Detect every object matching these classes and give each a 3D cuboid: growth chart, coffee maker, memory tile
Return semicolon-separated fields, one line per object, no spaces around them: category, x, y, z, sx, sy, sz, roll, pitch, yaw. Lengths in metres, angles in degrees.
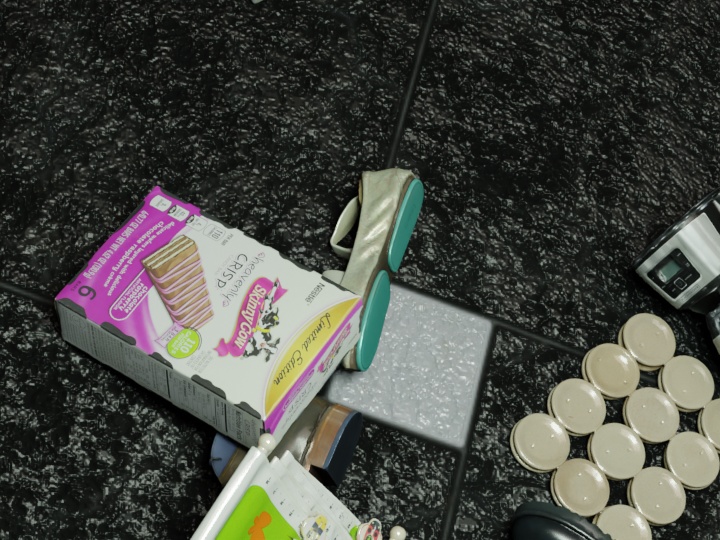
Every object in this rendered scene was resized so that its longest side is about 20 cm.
growth chart;-0.051;0.214;1.297;0.200;0.018;0.145;43;64;-41
coffee maker;0.356;0.023;1.540;0.200;0.135;0.192;54;28;10
memory tile;0.231;0.139;1.492;0.200;0.017;0.153;-39;82;-28

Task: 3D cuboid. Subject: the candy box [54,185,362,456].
candy box;-0.117;0.037;1.365;0.200;0.061;0.136;28;59;17

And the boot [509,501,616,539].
boot;0.165;0.298;1.359;0.200;0.076;0.168;42;56;-3

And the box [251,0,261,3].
box;-0.032;-0.328;1.589;0.200;0.078;0.095;-27;76;-27

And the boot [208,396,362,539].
boot;-0.084;0.179;1.353;0.097;0.075;0.200;22;65;19

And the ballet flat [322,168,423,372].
ballet flat;0.000;0.000;1.465;0.062;0.068;0.200;8;56;17
